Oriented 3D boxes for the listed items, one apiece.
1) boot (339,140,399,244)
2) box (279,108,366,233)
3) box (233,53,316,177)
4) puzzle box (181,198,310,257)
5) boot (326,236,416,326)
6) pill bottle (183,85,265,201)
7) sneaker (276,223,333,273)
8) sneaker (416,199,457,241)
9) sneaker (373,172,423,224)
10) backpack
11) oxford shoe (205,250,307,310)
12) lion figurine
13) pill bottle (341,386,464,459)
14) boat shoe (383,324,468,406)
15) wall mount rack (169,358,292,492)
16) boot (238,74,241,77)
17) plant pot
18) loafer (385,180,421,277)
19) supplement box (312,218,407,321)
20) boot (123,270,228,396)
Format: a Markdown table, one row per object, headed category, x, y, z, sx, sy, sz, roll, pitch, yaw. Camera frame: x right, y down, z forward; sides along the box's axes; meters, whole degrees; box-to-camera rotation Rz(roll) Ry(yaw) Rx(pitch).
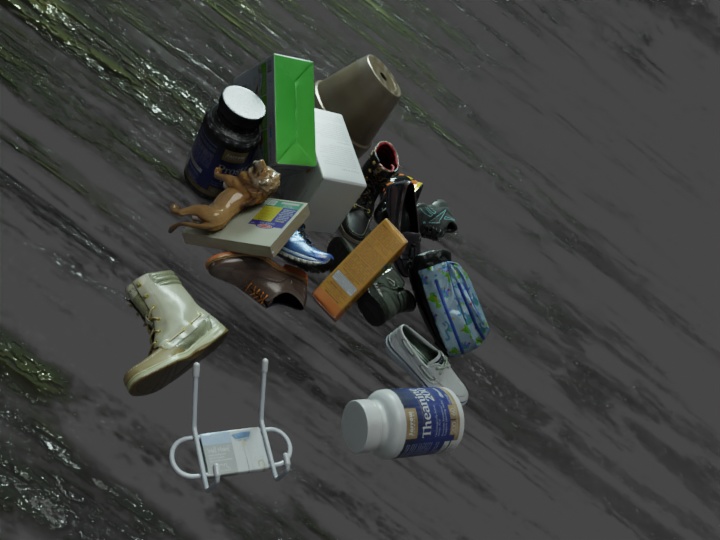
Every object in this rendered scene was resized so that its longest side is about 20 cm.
| category | x | y | z | sx | sy | sz | roll | pitch | yaw |
| --- | --- | --- | --- | --- | --- | --- | --- | --- | --- |
| boot | 0.019 | -0.168 | 1.442 | 0.072 | 0.151 | 0.203 | 26 | 43 | -13 |
| box | -0.088 | -0.205 | 1.395 | 0.104 | 0.153 | 0.204 | 5 | 52 | -33 |
| box | -0.173 | -0.291 | 1.331 | 0.095 | 0.175 | 0.207 | 0 | 87 | -36 |
| puzzle box | -0.202 | -0.083 | 1.199 | 0.195 | 0.026 | 0.134 | 10 | 42 | 27 |
| boot | 0.022 | 0.014 | 1.365 | 0.130 | 0.068 | 0.202 | -22 | 75 | -53 |
| pill bottle | -0.250 | -0.235 | 1.263 | 0.109 | 0.201 | 0.114 | 19 | 44 | -20 |
| sneaker | -0.127 | -0.065 | 1.237 | 0.197 | 0.091 | 0.079 | 29 | -5 | 22 |
| sneaker | 0.155 | -0.109 | 1.552 | 0.197 | 0.076 | 0.080 | -20 | 70 | -45 |
| sneaker | 0.066 | -0.165 | 1.551 | 0.089 | 0.071 | 0.199 | 32 | 39 | 16 |
| backpack | 0.173 | 0.068 | 1.346 | 0.149 | 0.163 | 0.206 | -8 | 81 | 1 |
| oxford shoe | -0.178 | 0.021 | 1.195 | 0.196 | 0.071 | 0.075 | 14 | 51 | -28 |
| lion figurine | -0.235 | -0.118 | 1.189 | 0.121 | 0.073 | 0.201 | 25 | 65 | 30 |
| pill bottle | 0.070 | 0.256 | 1.143 | 0.196 | 0.111 | 0.113 | 4 | 52 | -34 |
| boat shoe | 0.133 | 0.182 | 1.287 | 0.198 | 0.067 | 0.074 | 36 | 41 | -5 |
| wall mount rack | -0.183 | 0.228 | 1.005 | 0.196 | 0.075 | 0.177 | 3 | 53 | -36 |
| boot | -0.200 | -0.338 | 1.484 | 0.164 | 0.077 | 0.203 | 17 | 40 | -19 |
| plant pot | -0.004 | -0.391 | 1.565 | 0.199 | 0.172 | 0.203 | 40 | 29 | -27 |
| loafer | 0.096 | -0.089 | 1.439 | 0.071 | 0.062 | 0.206 | -6 | 87 | -40 |
| supplement box | 0.000 | 0.000 | 1.263 | 0.069 | 0.067 | 0.200 | 42 | 82 | 7 |
| boot | -0.313 | 0.088 | 1.033 | 0.155 | 0.072 | 0.199 | 47 | 36 | 7 |
